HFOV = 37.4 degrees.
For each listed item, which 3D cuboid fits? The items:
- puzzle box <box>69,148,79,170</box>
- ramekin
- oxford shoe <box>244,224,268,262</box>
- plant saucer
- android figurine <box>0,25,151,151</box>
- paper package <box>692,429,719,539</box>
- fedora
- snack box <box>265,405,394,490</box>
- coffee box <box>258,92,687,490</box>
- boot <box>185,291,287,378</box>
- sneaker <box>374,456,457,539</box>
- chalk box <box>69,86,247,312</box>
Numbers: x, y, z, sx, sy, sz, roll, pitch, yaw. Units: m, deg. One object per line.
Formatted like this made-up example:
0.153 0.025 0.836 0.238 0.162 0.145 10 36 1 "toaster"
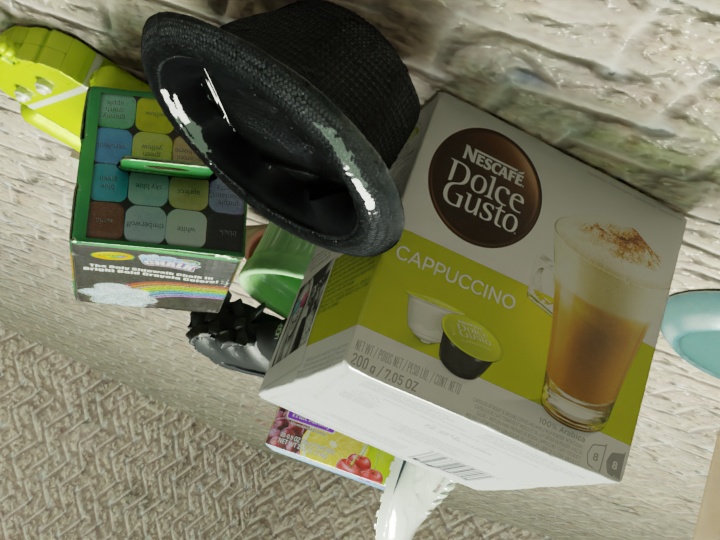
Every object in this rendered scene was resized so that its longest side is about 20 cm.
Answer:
-0.224 -0.073 1.127 0.133 0.026 0.200 20 165 2 "puzzle box"
0.000 0.000 0.952 0.199 0.098 0.200 19 164 6 "ramekin"
-0.034 -0.001 1.089 0.200 0.071 0.074 29 -172 -29 "oxford shoe"
0.343 0.070 0.887 0.199 0.028 0.200 19 165 5 "plant saucer"
-0.225 -0.139 0.883 0.200 0.041 0.182 30 162 -36 "android figurine"
0.457 0.279 1.117 0.190 0.201 0.103 7 160 38 "paper package"
-0.035 -0.100 0.636 0.200 0.092 0.201 37 159 16 "fedora"
0.008 0.130 1.185 0.168 0.201 0.068 17 164 9 "snack box"
0.074 0.027 0.758 0.199 0.198 0.200 25 160 -13 "coffee box"
-0.063 0.091 1.018 0.162 0.074 0.198 5 151 39 "boot"
0.071 0.200 1.071 0.080 0.201 0.076 18 -167 7 "sneaker"
-0.149 -0.056 0.800 0.124 0.124 0.200 6 161 -13 "chalk box"
